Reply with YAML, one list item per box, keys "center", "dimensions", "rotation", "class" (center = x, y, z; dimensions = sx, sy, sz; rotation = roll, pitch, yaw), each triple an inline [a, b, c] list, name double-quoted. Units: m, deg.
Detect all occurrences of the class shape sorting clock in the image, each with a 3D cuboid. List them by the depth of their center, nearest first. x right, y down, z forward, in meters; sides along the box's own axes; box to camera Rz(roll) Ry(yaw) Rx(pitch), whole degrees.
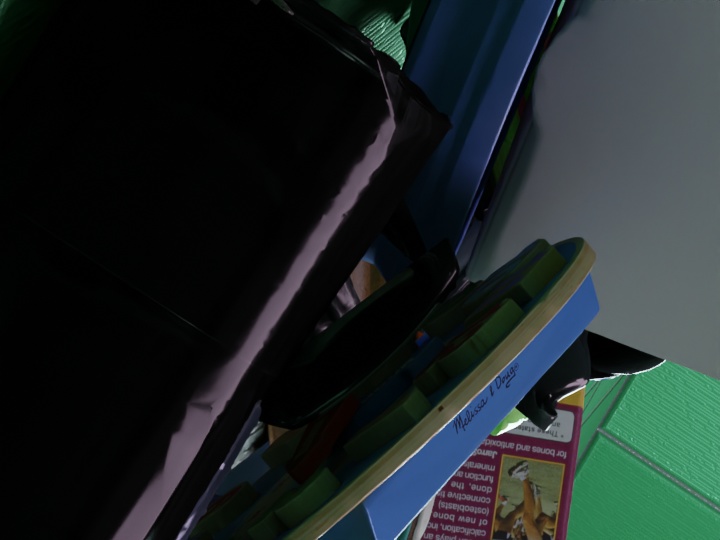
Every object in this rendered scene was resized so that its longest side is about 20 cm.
- center: [-0.004, 0.054, 0.958]
  dimensions: [0.200, 0.039, 0.200]
  rotation: [-37, -173, 5]
  class: "shape sorting clock"

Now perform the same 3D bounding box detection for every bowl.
- center: [0.045, -0.086, 1.025]
  dimensions: [0.201, 0.039, 0.201]
  rotation: [22, 90, -87]
  class: "bowl"

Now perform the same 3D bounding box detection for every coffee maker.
- center: [-0.081, 0.002, 0.860]
  dimensions: [0.200, 0.135, 0.192]
  rotation: [-57, 152, -3]
  class: "coffee maker"

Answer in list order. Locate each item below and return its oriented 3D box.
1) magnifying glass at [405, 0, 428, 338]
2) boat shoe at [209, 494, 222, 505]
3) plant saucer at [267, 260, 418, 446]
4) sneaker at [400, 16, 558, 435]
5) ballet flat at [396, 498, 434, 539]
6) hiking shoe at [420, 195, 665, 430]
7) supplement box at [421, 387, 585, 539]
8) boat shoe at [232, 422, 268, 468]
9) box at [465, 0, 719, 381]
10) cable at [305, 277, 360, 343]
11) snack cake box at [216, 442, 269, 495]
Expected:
- center: [0.032, -0.024, 1.196]
  dimensions: [0.080, 0.022, 0.201]
  rotation: [-55, 145, -70]
  class: "magnifying glass"
- center: [-0.054, 0.135, 1.134]
  dimensions: [0.200, 0.072, 0.072]
  rotation: [-19, 126, -77]
  class: "boat shoe"
- center: [0.000, 0.000, 1.176]
  dimensions: [0.200, 0.035, 0.201]
  rotation: [4, 90, -79]
  class: "plant saucer"
- center: [0.052, -0.027, 1.280]
  dimensions: [0.077, 0.084, 0.201]
  rotation: [8, 78, -41]
  class: "sneaker"
- center: [0.021, 0.062, 1.304]
  dimensions: [0.069, 0.069, 0.200]
  rotation: [104, 9, -63]
  class: "ballet flat"
- center: [0.095, 0.004, 1.173]
  dimensions: [0.200, 0.087, 0.074]
  rotation: [-28, 162, -46]
  class: "hiking shoe"
- center: [0.027, 0.141, 1.489]
  dimensions: [0.103, 0.131, 0.201]
  rotation: [166, -66, -74]
  class: "supplement box"
- center: [-0.074, 0.044, 1.140]
  dimensions: [0.073, 0.063, 0.200]
  rotation: [-36, 166, -11]
  class: "boat shoe"
- center: [0.168, -0.067, 1.051]
  dimensions: [0.131, 0.200, 0.199]
  rotation: [-66, 178, -53]
  class: "box"
- center: [-0.028, -0.001, 1.060]
  dimensions: [0.200, 0.050, 0.097]
  rotation: [61, 41, -49]
  class: "cable"
- center: [-0.067, 0.117, 1.331]
  dimensions: [0.115, 0.067, 0.200]
  rotation: [-41, -178, 42]
  class: "snack cake box"
